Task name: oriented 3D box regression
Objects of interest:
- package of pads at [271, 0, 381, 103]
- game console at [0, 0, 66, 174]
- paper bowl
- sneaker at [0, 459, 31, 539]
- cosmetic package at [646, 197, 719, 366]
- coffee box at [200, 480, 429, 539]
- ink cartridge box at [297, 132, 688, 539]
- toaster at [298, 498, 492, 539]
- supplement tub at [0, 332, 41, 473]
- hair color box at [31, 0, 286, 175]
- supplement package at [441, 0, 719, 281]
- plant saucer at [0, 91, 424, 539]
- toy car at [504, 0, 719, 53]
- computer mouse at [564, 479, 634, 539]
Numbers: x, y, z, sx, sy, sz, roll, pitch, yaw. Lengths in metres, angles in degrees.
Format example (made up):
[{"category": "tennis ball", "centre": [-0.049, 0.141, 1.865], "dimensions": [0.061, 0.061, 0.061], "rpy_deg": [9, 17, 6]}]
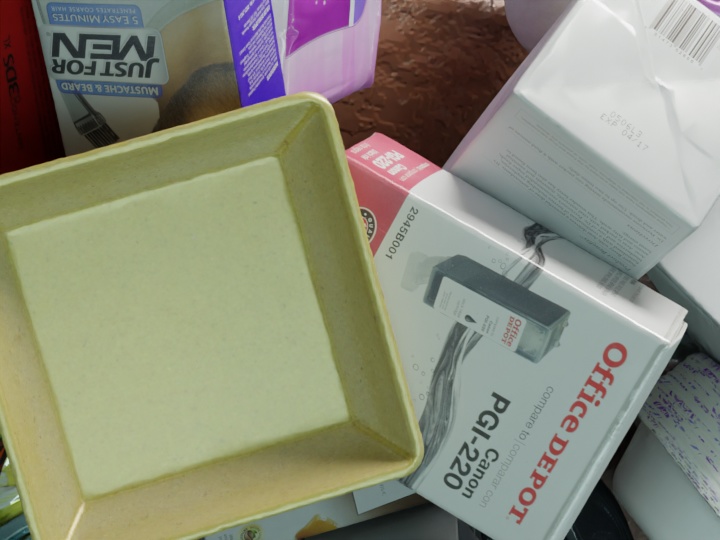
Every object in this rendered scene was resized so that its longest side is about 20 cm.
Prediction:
[{"category": "package of pads", "centre": [-0.040, -0.181, 1.114], "dimensions": [0.076, 0.121, 0.200], "rpy_deg": [16, 117, 24]}, {"category": "game console", "centre": [-0.230, -0.107, 1.095], "dimensions": [0.172, 0.119, 0.200], "rpy_deg": [-31, 129, -38]}, {"category": "paper bowl", "centre": [0.242, 0.160, 1.317], "dimensions": [0.104, 0.201, 0.201], "rpy_deg": [-38, 119, 1]}, {"category": "sneaker", "centre": [-0.199, 0.126, 1.200], "dimensions": [0.080, 0.131, 0.200], "rpy_deg": [-18, 118, -7]}, {"category": "cosmetic package", "centre": [0.305, 0.023, 1.294], "dimensions": [0.167, 0.166, 0.200], "rpy_deg": [-38, 118, 2]}, {"category": "coffee box", "centre": [-0.015, 0.097, 1.255], "dimensions": [0.200, 0.114, 0.080], "rpy_deg": [-15, 117, -10]}, {"category": "ink cartridge box", "centre": [0.051, 0.040, 1.075], "dimensions": [0.200, 0.085, 0.146], "rpy_deg": [30, 106, 7]}, {"category": "toaster", "centre": [0.020, 0.188, 1.281], "dimensions": [0.129, 0.200, 0.114], "rpy_deg": [-8, 118, 5]}, {"category": "supplement tub", "centre": [-0.241, 0.090, 1.079], "dimensions": [0.107, 0.107, 0.200], "rpy_deg": [11, 122, -22]}, {"category": "hair color box", "centre": [-0.100, -0.092, 1.063], "dimensions": [0.109, 0.065, 0.200], "rpy_deg": [3, 125, 18]}, {"category": "supplement package", "centre": [0.126, -0.063, 1.130], "dimensions": [0.121, 0.200, 0.120], "rpy_deg": [37, 63, -2]}, {"category": "plant saucer", "centre": [-0.089, 0.030, 1.014], "dimensions": [0.200, 0.048, 0.200], "rpy_deg": [-16, 97, -7]}, {"category": "toy car", "centre": [0.192, -0.183, 1.170], "dimensions": [0.175, 0.150, 0.200], "rpy_deg": [6, 112, -21]}, {"category": "computer mouse", "centre": [0.157, 0.193, 1.364], "dimensions": [0.053, 0.138, 0.200], "rpy_deg": [-33, 107, -16]}]
